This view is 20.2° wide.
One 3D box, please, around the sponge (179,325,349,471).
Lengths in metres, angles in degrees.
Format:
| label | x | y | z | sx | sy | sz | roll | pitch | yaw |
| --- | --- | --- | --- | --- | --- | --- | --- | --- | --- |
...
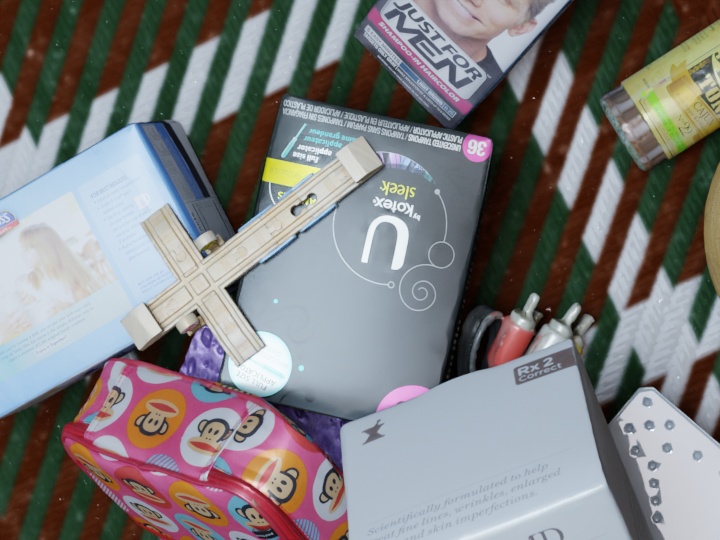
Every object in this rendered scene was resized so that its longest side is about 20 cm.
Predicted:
| label | x | y | z | sx | sy | sz | roll | pitch | yaw |
| --- | --- | --- | --- | --- | --- | --- | --- | --- | --- |
| sponge | -0.045 | 0.124 | 1.453 | 0.198 | 0.030 | 0.113 | 22 | 97 | 5 |

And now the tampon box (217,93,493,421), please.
| label | x | y | z | sx | sy | sz | roll | pitch | yaw |
| --- | --- | --- | --- | --- | --- | --- | --- | --- | --- |
| tampon box | 0.000 | 0.000 | 1.373 | 0.148 | 0.126 | 0.202 | 12 | 88 | 4 |

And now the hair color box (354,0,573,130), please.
| label | x | y | z | sx | sy | sz | roll | pitch | yaw |
| --- | --- | --- | --- | --- | --- | --- | --- | --- | --- |
| hair color box | 0.082 | -0.186 | 1.331 | 0.100 | 0.200 | 0.061 | 44 | 55 | 1 |

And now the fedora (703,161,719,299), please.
| label | x | y | z | sx | sy | sz | roll | pitch | yaw |
| --- | --- | --- | --- | --- | --- | --- | --- | --- | --- |
| fedora | 0.324 | -0.027 | 1.371 | 0.198 | 0.082 | 0.203 | 1 | 100 | 4 |

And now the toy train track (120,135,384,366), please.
| label | x | y | z | sx | sy | sz | roll | pitch | yaw |
| --- | --- | --- | --- | --- | --- | --- | --- | --- | --- |
| toy train track | -0.072 | -0.018 | 1.300 | 0.199 | 0.033 | 0.115 | -37 | 81 | 4 |

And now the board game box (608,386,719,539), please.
| label | x | y | z | sx | sy | sz | roll | pitch | yaw |
| --- | --- | --- | --- | --- | --- | --- | --- | --- | --- |
| board game box | 0.205 | 0.215 | 1.374 | 0.200 | 0.026 | 0.200 | 40 | 98 | 4 |

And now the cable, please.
| label | x | y | z | sx | sy | sz | roll | pitch | yaw |
| --- | --- | --- | --- | --- | --- | --- | --- | --- | --- |
| cable | 0.090 | 0.105 | 1.411 | 0.050 | 0.097 | 0.202 | 28 | 95 | 47 |

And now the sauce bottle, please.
| label | x | y | z | sx | sy | sz | roll | pitch | yaw |
| --- | --- | --- | --- | --- | --- | --- | --- | --- | --- |
| sauce bottle | 0.260 | -0.145 | 1.375 | 0.199 | 0.065 | 0.065 | -34 | 91 | 9 |

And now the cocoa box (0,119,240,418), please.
| label | x | y | z | sx | sy | sz | roll | pitch | yaw |
| --- | --- | --- | --- | --- | --- | --- | --- | --- | --- |
| cocoa box | -0.194 | -0.001 | 1.405 | 0.199 | 0.131 | 0.134 | -29 | 91 | 8 |

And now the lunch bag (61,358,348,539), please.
| label | x | y | z | sx | sy | sz | roll | pitch | yaw |
| --- | --- | --- | --- | --- | --- | --- | --- | --- | --- |
| lunch bag | -0.087 | 0.147 | 1.345 | 0.199 | 0.177 | 0.082 | 15 | 62 | 38 |

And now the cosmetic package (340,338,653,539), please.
| label | x | y | z | sx | sy | sz | roll | pitch | yaw |
| --- | --- | --- | --- | --- | --- | --- | --- | --- | --- |
| cosmetic package | 0.099 | 0.187 | 1.257 | 0.163 | 0.165 | 0.201 | -22 | 118 | 9 |
